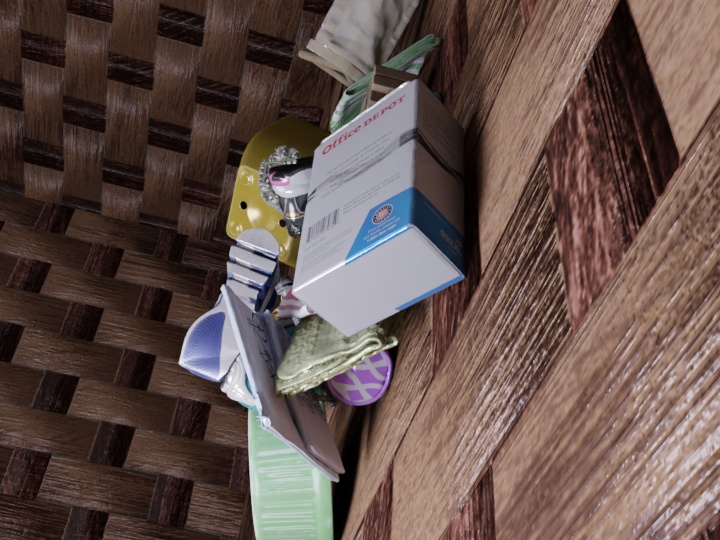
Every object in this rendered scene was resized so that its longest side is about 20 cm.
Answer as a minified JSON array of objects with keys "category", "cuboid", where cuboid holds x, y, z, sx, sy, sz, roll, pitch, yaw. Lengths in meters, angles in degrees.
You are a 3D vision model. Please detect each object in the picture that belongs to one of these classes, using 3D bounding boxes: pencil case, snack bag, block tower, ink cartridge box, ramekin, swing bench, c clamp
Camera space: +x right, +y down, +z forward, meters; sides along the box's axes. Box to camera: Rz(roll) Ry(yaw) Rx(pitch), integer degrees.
[{"category":"pencil case","cuboid":[-0.012,0.092,1.072,0.200,0.083,0.086,-109,31,-77]},{"category":"snack bag","cuboid":[-0.085,0.121,0.988,0.200,0.021,0.191,54,-169,-55]},{"category":"block tower","cuboid":[0.015,-0.156,1.108,0.202,0.056,0.055,110,171,-50]},{"category":"ink cartridge box","cuboid":[0.022,-0.061,0.850,0.144,0.083,0.203,-29,38,32]},{"category":"ramekin","cuboid":[-0.089,0.252,1.137,0.200,0.095,0.205,176,90,-85]},{"category":"swing bench","cuboid":[0.012,-0.377,1.321,0.201,0.128,0.200,-60,13,4]},{"category":"c clamp","cuboid":[-0.063,0.085,1.137,0.203,0.027,0.171,66,-176,22]}]

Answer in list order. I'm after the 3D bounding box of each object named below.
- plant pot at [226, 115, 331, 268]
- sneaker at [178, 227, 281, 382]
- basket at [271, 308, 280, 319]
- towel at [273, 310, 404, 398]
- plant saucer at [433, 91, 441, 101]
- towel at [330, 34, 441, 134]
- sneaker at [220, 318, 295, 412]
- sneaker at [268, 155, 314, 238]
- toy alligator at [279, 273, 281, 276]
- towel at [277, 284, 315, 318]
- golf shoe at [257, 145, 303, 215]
[{"category":"plant pot","cuboid":[-0.107,-0.110,1.409,0.199,0.192,0.198,-30,-40,-60]},{"category":"sneaker","cuboid":[-0.151,0.054,1.169,0.203,0.079,0.115,-65,-13,-9]},{"category":"basket","cuboid":[-0.100,0.086,1.448,0.201,0.139,0.152,104,177,-69]},{"category":"towel","cuboid":[-0.016,0.057,0.961,0.146,0.037,0.201,-27,16,18]},{"category":"plant saucer","cuboid":[0.054,-0.124,1.106,0.200,0.035,0.205,-168,89,-82]},{"category":"towel","cuboid":[0.027,-0.248,1.220,0.151,0.024,0.200,-34,1,-11]},{"category":"sneaker","cuboid":[-0.110,0.125,1.130,0.078,0.079,0.200,-56,-3,24]},{"category":"sneaker","cuboid":[-0.044,-0.085,1.017,0.199,0.079,0.088,-28,-66,-60]},{"category":"toy alligator","cuboid":[-0.052,0.050,1.280,0.199,0.053,0.061,39,-127,-48]},{"category":"towel","cuboid":[-0.024,-0.030,1.022,0.201,0.030,0.146,-54,10,-15]},{"category":"golf shoe","cuboid":[-0.073,-0.084,1.206,0.078,0.097,0.201,-37,52,5]}]
